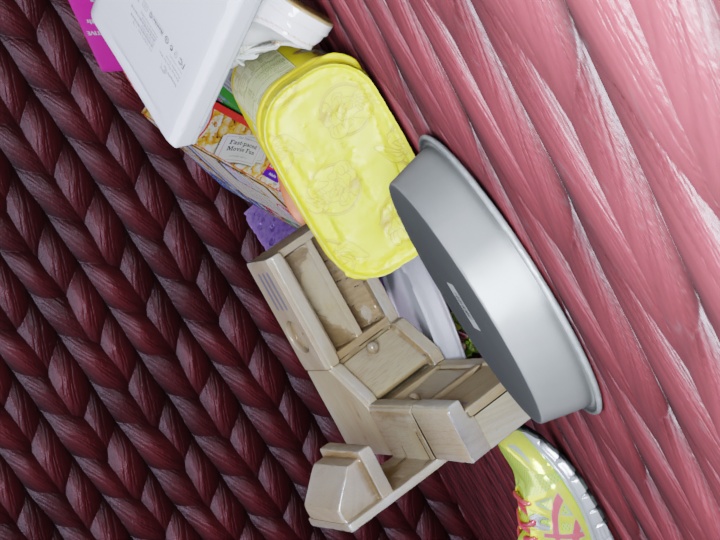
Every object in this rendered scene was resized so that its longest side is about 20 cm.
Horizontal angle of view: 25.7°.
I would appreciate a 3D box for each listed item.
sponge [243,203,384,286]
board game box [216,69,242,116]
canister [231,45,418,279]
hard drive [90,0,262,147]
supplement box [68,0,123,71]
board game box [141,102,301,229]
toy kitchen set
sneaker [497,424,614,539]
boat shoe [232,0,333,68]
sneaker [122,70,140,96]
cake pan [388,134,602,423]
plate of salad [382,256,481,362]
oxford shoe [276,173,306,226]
[{"bbox_3d":[-0.023,-0.011,1.557,0.201,0.111,0.030,57,-165,20],"label":"sponge"},{"bbox_3d":[-0.128,-0.169,1.505,0.153,0.041,0.199,39,173,-36],"label":"board game box"},{"bbox_3d":[-0.025,-0.091,1.130,0.150,0.086,0.200,59,178,-20],"label":"canister"},{"bbox_3d":[-0.118,-0.197,1.052,0.133,0.026,0.201,56,140,21],"label":"hard drive"},{"bbox_3d":[-0.182,-0.263,1.251,0.201,0.100,0.104,70,-156,-52],"label":"supplement box"},{"bbox_3d":[-0.093,-0.094,1.474,0.199,0.047,0.151,30,172,37],"label":"board game box"},{"bbox_3d":[-0.006,0.068,1.156,0.182,0.162,0.199,61,155,-10],"label":"toy kitchen set"},{"bbox_3d":[0.152,0.214,1.256,0.201,0.090,0.078,60,178,-10],"label":"sneaker"},{"bbox_3d":[-0.089,-0.172,1.102,0.070,0.070,0.199,28,180,-35],"label":"boat shoe"},{"bbox_3d":[-0.189,-0.231,1.428,0.116,0.078,0.202,11,-123,-85],"label":"sneaker"},{"bbox_3d":[0.078,0.011,0.966,0.202,0.036,0.200,58,177,5],"label":"cake pan"},{"bbox_3d":[0.063,0.035,1.296,0.200,0.048,0.202,158,91,-81],"label":"plate of salad"},{"bbox_3d":[-0.045,-0.135,1.329,0.073,0.071,0.202,-44,61,45],"label":"oxford shoe"}]
